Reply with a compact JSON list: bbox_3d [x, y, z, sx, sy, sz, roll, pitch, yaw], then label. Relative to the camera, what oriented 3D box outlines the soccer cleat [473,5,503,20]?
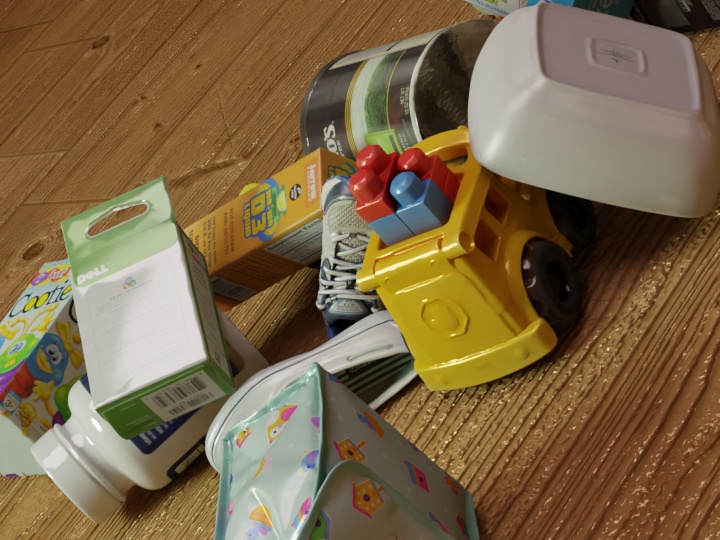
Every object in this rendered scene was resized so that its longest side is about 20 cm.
[{"bbox_3d":[0.156,-0.284,1.800,0.069,0.078,0.200,-45,27,-12],"label":"soccer cleat"}]

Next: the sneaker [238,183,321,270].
[{"bbox_3d":[-0.032,-0.035,1.647,0.200,0.082,0.074,19,88,49],"label":"sneaker"}]

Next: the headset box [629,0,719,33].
[{"bbox_3d":[0.335,-0.286,1.567,0.200,0.077,0.149,-2,45,54],"label":"headset box"}]

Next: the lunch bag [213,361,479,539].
[{"bbox_3d":[-0.003,0.183,1.164,0.122,0.170,0.200,-40,25,18],"label":"lunch bag"}]

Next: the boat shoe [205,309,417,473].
[{"bbox_3d":[-0.038,0.103,1.448,0.200,0.074,0.067,-38,26,3],"label":"boat shoe"}]

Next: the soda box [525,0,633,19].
[{"bbox_3d":[0.195,-0.247,1.570,0.064,0.068,0.200,42,121,50],"label":"soda box"}]

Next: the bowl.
[{"bbox_3d":[0.188,-0.134,1.390,0.200,0.199,0.075,-81,6,-54],"label":"bowl"}]

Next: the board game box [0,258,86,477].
[{"bbox_3d":[-0.301,0.092,1.781,0.103,0.105,0.200,-10,40,45],"label":"board game box"}]

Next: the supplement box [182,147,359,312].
[{"bbox_3d":[-0.079,-0.034,1.584,0.200,0.069,0.067,-28,55,36],"label":"supplement box"}]

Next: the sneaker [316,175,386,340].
[{"bbox_3d":[0.000,0.000,1.481,0.077,0.200,0.085,8,57,7],"label":"sneaker"}]

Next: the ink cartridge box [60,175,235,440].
[{"bbox_3d":[-0.178,0.029,1.505,0.104,0.059,0.200,-24,53,9],"label":"ink cartridge box"}]

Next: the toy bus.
[{"bbox_3d":[0.072,-0.039,1.393,0.136,0.192,0.200,-22,32,35],"label":"toy bus"}]

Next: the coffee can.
[{"bbox_3d":[0.057,-0.134,1.590,0.146,0.146,0.200,-51,21,-22],"label":"coffee can"}]

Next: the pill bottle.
[{"bbox_3d":[-0.181,0.118,1.563,0.200,0.120,0.120,-42,26,-6],"label":"pill bottle"}]

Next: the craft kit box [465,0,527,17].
[{"bbox_3d":[0.189,-0.317,1.746,0.200,0.049,0.197,-40,42,-21],"label":"craft kit box"}]
